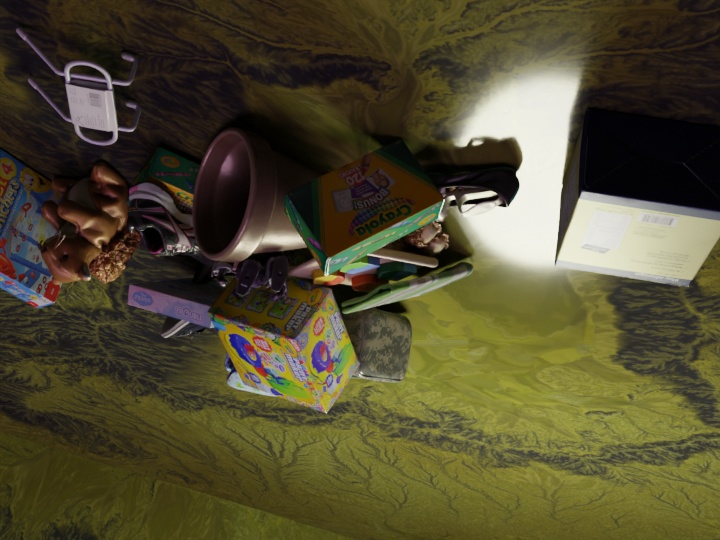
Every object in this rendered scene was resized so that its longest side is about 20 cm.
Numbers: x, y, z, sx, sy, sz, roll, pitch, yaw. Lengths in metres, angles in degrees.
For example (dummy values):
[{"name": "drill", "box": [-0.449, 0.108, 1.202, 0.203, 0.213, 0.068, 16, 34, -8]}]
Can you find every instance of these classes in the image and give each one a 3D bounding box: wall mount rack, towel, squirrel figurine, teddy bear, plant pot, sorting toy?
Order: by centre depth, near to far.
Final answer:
[{"name": "wall mount rack", "box": [-0.405, -0.266, 1.437, 0.173, 0.075, 0.200, 10, 152, -5]}, {"name": "plant pot", "box": [-0.138, -0.106, 1.535, 0.174, 0.202, 0.200, 7, 159, -34]}, {"name": "sorting toy", "box": [0.000, 0.000, 1.663, 0.184, 0.037, 0.199, 10, 162, -39]}, {"name": "teddy bear", "box": [0.047, -0.055, 1.667, 0.199, 0.067, 0.145, -13, 160, 35]}, {"name": "towel", "box": [0.080, 0.026, 1.720, 0.199, 0.031, 0.149, -12, 170, -41]}, {"name": "squirrel figurine", "box": [-0.456, -0.052, 1.721, 0.141, 0.188, 0.200, -7, 147, 30]}]

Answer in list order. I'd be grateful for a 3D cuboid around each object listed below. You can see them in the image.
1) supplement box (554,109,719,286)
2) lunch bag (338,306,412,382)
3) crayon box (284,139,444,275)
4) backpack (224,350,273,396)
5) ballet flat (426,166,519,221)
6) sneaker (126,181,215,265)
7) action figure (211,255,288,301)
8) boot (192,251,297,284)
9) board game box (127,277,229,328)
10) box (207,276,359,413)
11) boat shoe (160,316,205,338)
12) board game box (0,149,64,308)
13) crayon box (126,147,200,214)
[{"name": "supplement box", "box": [0.383, -0.095, 1.378, 0.199, 0.135, 0.200, 9, 152, 4]}, {"name": "lunch bag", "box": [-0.015, 0.138, 1.930, 0.167, 0.140, 0.200, 7, 175, 32]}, {"name": "crayon box", "box": [0.005, -0.092, 1.438, 0.199, 0.119, 0.058, -28, 160, -19]}, {"name": "backpack", "box": [-0.186, 0.172, 2.077, 0.182, 0.148, 0.200, 13, 150, -7]}, {"name": "ballet flat", "box": [0.139, -0.114, 1.507, 0.199, 0.069, 0.068, -5, 149, 29]}, {"name": "sneaker", "box": [-0.307, -0.054, 1.610, 0.080, 0.087, 0.200, -10, 146, 38]}, {"name": "action figure", "box": [-0.172, 0.009, 1.608, 0.129, 0.070, 0.200, 10, 177, -13]}, {"name": "boot", "box": [-0.216, -0.005, 1.841, 0.153, 0.074, 0.204, 18, 153, -18]}, {"name": "board game box", "box": [-0.288, 0.056, 1.856, 0.199, 0.044, 0.199, 13, -171, 31]}, {"name": "box", "box": [-0.131, 0.118, 1.754, 0.192, 0.122, 0.201, 13, 141, 31]}, {"name": "boat shoe", "box": [-0.351, 0.103, 2.092, 0.062, 0.075, 0.200, 36, 139, -28]}, {"name": "board game box", "box": [-0.586, -0.070, 1.724, 0.056, 0.201, 0.196, -11, 145, 38]}, {"name": "crayon box", "box": [-0.268, -0.116, 1.653, 0.199, 0.059, 0.119, 24, 150, -21]}]
